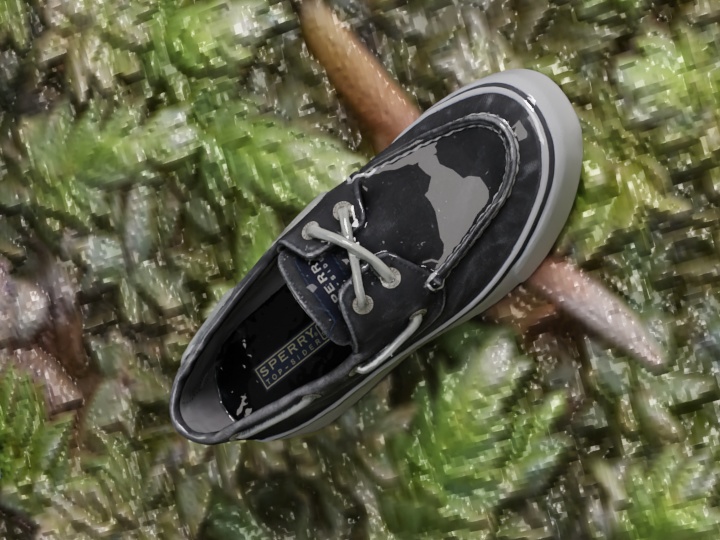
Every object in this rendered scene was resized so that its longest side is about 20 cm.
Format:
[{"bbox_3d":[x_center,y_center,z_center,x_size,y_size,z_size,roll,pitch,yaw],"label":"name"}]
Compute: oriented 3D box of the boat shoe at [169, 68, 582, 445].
[{"bbox_3d":[0.000,0.000,1.014,0.200,0.068,0.072,-40,75,32],"label":"boat shoe"}]
